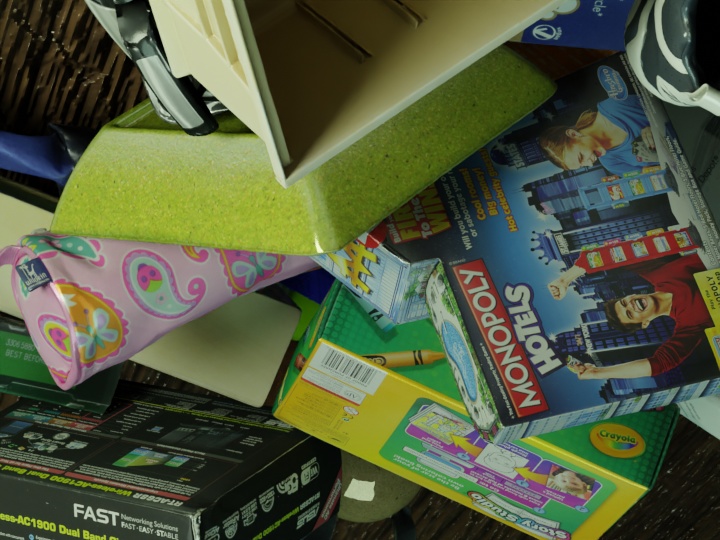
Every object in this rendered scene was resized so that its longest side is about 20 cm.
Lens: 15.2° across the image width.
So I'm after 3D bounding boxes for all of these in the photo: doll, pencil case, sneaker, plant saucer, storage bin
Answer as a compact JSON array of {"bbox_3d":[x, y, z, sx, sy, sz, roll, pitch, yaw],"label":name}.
[{"bbox_3d":[-0.152,-0.060,1.485,0.199,0.049,0.136,12,179,-13],"label":"doll"},{"bbox_3d":[-0.091,-0.013,1.424,0.199,0.088,0.088,-24,160,-22],"label":"pencil case"},{"bbox_3d":[0.191,-0.157,1.223,0.079,0.130,0.200,30,103,-15],"label":"sneaker"},{"bbox_3d":[-0.034,-0.077,1.373,0.199,0.199,0.048,6,120,41],"label":"plant saucer"},{"bbox_3d":[0.003,-0.179,1.134,0.199,0.094,0.199,-34,139,-17],"label":"storage bin"}]

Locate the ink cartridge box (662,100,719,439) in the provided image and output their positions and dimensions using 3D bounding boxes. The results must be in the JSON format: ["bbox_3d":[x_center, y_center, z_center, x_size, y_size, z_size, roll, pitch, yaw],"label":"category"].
[{"bbox_3d":[0.180,-0.009,1.482,0.200,0.147,0.083,34,171,28],"label":"ink cartridge box"}]

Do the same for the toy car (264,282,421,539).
[{"bbox_3d":[-0.012,0.112,1.731,0.164,0.201,0.157,17,147,-35],"label":"toy car"}]

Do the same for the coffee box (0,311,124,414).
[{"bbox_3d":[-0.248,0.027,1.577,0.199,0.044,0.123,20,-178,40],"label":"coffee box"}]

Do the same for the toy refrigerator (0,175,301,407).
[{"bbox_3d":[-0.140,0.006,1.548,0.199,0.070,0.076,22,-174,-17],"label":"toy refrigerator"}]

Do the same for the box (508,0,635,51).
[{"bbox_3d":[0.175,-0.154,1.340,0.198,0.033,0.121,3,146,-7],"label":"box"}]

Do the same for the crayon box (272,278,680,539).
[{"bbox_3d":[0.061,0.077,1.484,0.199,0.059,0.119,25,153,-4],"label":"crayon box"}]

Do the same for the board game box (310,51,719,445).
[{"bbox_3d":[0.080,-0.003,1.371,0.198,0.201,0.062,-12,151,-14],"label":"board game box"}]

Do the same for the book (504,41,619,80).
[{"bbox_3d":[0.131,-0.154,1.400,0.199,0.048,0.133,-24,145,32],"label":"book"}]

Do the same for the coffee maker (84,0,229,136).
[{"bbox_3d":[-0.068,-0.180,1.256,0.192,0.135,0.200,-36,148,7],"label":"coffee maker"}]

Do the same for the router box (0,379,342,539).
[{"bbox_3d":[-0.131,0.123,1.542,0.199,0.063,0.150,8,-158,31],"label":"router box"}]

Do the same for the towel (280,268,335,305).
[{"bbox_3d":[0.000,0.000,1.553,0.199,0.050,0.148,34,162,20],"label":"towel"}]
